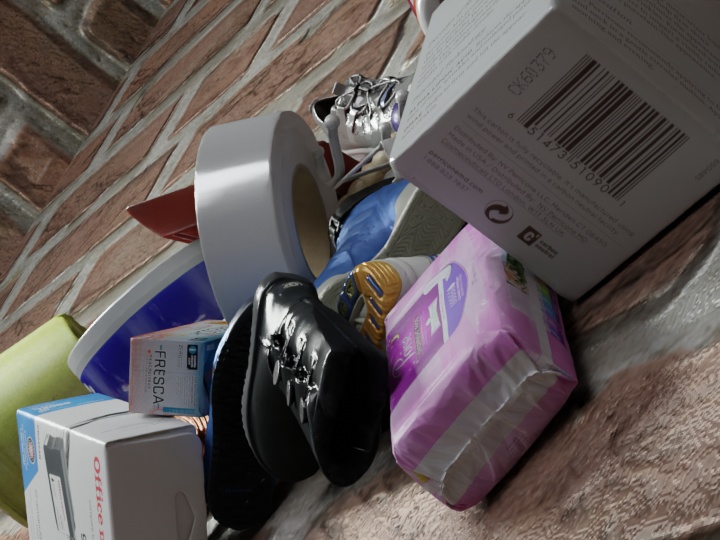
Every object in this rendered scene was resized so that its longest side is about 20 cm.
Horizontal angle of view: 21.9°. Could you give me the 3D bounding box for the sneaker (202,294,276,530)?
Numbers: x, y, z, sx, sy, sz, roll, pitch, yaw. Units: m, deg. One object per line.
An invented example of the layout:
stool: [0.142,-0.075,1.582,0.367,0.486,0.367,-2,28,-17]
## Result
sneaker: [-0.092,0.104,1.483,0.078,0.066,0.201,-112,29,-69]

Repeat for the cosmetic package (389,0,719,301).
cosmetic package: [0.143,-0.126,1.240,0.165,0.165,0.200,-43,18,34]

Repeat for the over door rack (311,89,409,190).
over door rack: [0.053,-0.120,1.542,0.147,0.067,0.200,-20,7,-18]

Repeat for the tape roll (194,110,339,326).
tape roll: [-0.073,-0.032,1.590,0.071,0.203,0.203,-10,31,14]

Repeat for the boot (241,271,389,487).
boot: [-0.029,0.103,1.300,0.200,0.065,0.165,-141,44,-65]

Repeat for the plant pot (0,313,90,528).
plant pot: [-0.356,0.154,2.073,0.184,0.200,0.200,-42,16,-1]

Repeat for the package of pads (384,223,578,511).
package of pads: [0.074,0.056,1.217,0.121,0.076,0.200,-49,16,18]

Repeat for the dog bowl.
dog bowl: [-0.182,0.056,1.801,0.200,0.079,0.200,-40,-7,-6]

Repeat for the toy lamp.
toy lamp: [-0.010,-0.064,1.742,0.200,0.058,0.058,-52,16,4]

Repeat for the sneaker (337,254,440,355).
sneaker: [0.018,0.062,1.404,0.088,0.075,0.200,-13,-28,-32]

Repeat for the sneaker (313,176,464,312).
sneaker: [0.001,0.001,1.533,0.200,0.077,0.111,-54,20,-12]

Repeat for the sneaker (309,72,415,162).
sneaker: [0.008,-0.157,1.835,0.200,0.082,0.075,-24,33,60]

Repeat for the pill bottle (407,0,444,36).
pill bottle: [0.097,-0.274,1.776,0.110,0.109,0.200,-50,16,13]

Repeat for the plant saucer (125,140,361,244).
plant saucer: [-0.103,-0.067,1.800,0.199,0.037,0.200,-19,-7,10]

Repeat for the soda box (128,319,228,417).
soda box: [-0.131,0.081,1.579,0.200,0.068,0.064,-13,-75,-75]

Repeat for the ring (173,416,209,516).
ring: [-0.187,0.198,1.651,0.200,0.019,0.201,-34,44,41]

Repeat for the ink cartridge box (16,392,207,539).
ink cartridge box: [-0.206,0.189,1.533,0.200,0.084,0.145,7,103,59]
